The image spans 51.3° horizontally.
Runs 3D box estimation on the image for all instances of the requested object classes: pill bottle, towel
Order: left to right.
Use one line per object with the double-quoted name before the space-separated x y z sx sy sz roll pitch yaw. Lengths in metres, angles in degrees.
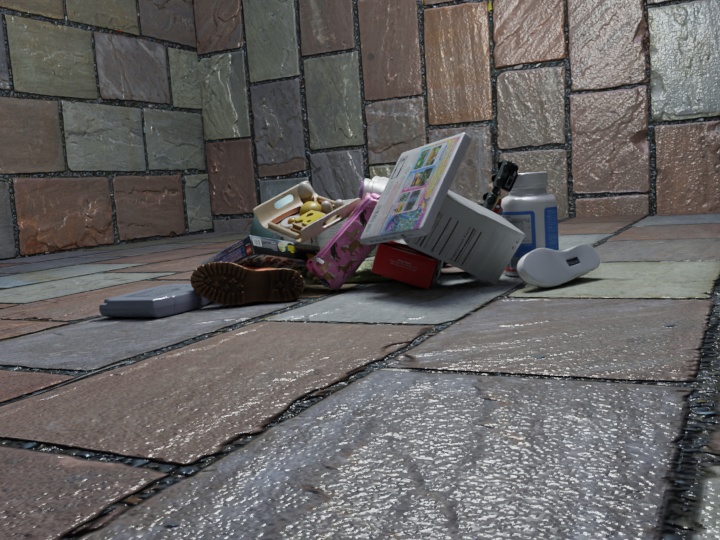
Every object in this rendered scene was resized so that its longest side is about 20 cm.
"towel" 0.000 0.000 1.601 0.200 0.037 0.148 -1 8 22
"pill bottle" 0.335 -0.093 1.487 0.112 0.200 0.112 -3 6 0

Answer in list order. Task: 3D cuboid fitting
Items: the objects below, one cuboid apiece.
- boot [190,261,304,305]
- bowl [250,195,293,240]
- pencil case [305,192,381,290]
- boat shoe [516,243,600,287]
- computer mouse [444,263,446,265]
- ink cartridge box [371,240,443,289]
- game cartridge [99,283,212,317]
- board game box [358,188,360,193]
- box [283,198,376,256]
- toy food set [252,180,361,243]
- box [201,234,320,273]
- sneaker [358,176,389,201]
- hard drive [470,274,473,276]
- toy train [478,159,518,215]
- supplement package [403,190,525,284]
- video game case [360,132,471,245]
"boot" -0.210 0.025 1.371 0.200 0.075 0.107 5 1 -14
"bowl" -0.163 -0.078 1.844 0.200 0.201 0.105 -6 27 -19
"pencil case" -0.015 -0.056 1.439 0.200 0.083 0.087 -48 -7 2
"boat shoe" 0.341 -0.003 1.339 0.200 0.071 0.070 -14 -16 -37
"computer mouse" 0.173 -0.065 1.684 0.059 0.034 0.200 32 -20 25
"ink cartridge box" 0.093 -0.019 1.429 0.116 0.067 0.200 17 10 11
"game cartridge" -0.352 0.053 1.350 0.133 0.041 0.200 -5 5 22
"board game box" 0.059 -0.107 1.794 0.029 0.200 0.135 -23 11 -14
"box" -0.052 -0.083 1.707 0.200 0.131 0.199 -10 -1 -26
"toy food set" -0.109 -0.126 1.497 0.143 0.060 0.200 -31 30 -24
"box" -0.188 -0.015 1.454 0.137 0.040 0.200 -25 -19 33
"sneaker" 0.057 -0.153 1.558 0.099 0.075 0.200 7 11 9
"hard drive" 0.168 -0.074 1.548 0.027 0.200 0.132 -42 5 4
"toy train" 0.253 -0.119 1.456 0.046 0.200 0.034 18 16 -21
"supplement package" 0.175 -0.074 1.369 0.200 0.110 0.114 23 15 -23
"video game case" 0.094 -0.139 1.312 0.024 0.200 0.182 36 -22 -26
